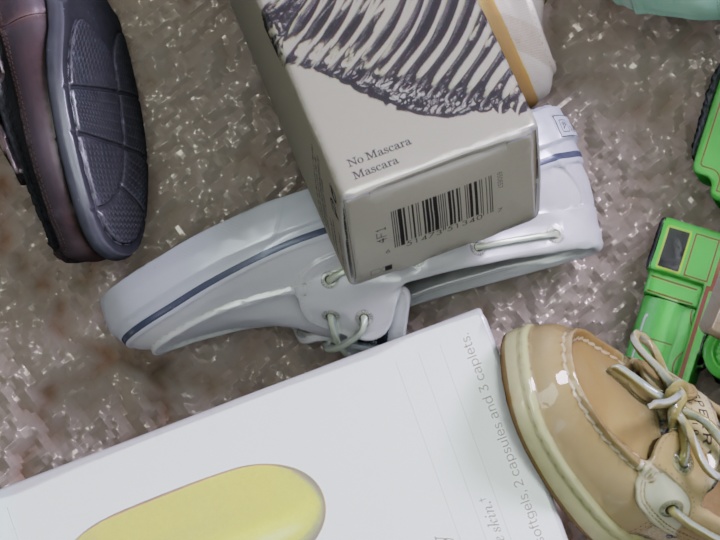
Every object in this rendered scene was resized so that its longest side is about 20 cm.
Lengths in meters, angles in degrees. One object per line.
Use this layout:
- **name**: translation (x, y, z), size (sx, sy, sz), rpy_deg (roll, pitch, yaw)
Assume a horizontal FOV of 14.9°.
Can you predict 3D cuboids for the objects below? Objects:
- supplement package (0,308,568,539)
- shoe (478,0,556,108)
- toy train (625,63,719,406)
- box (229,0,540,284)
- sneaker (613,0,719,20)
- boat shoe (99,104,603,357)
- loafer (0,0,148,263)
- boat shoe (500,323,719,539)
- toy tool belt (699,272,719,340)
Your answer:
- **supplement package**: translation (-0.022, 0.122, 1.024), size (0.199, 0.151, 0.153), rpy_deg (-20, 85, 0)
- **shoe**: translation (0.051, -0.163, 1.086), size (0.053, 0.070, 0.201), rpy_deg (-15, 82, 9)
- **toy train**: translation (0.137, 0.011, 1.085), size (0.056, 0.042, 0.201), rpy_deg (18, 86, 13)
- **box**: translation (-0.004, -0.101, 1.046), size (0.082, 0.068, 0.201), rpy_deg (-21, 62, -7)
- **sneaker**: translation (0.158, -0.093, 1.040), size (0.118, 0.074, 0.201), rpy_deg (-13, 42, 2)
- **boat shoe**: translation (0.000, 0.000, 1.072), size (0.199, 0.074, 0.067), rpy_deg (-22, 82, -1)
- **loafer**: translation (-0.132, -0.095, 1.097), size (0.063, 0.072, 0.201), rpy_deg (-16, 78, 20)
- **boat shoe**: translation (0.123, 0.071, 0.993), size (0.062, 0.200, 0.074), rpy_deg (-27, 47, 28)
- **toy tool belt**: translation (0.234, -0.007, 1.039), size (0.200, 0.125, 0.123), rpy_deg (-42, 97, -2)
